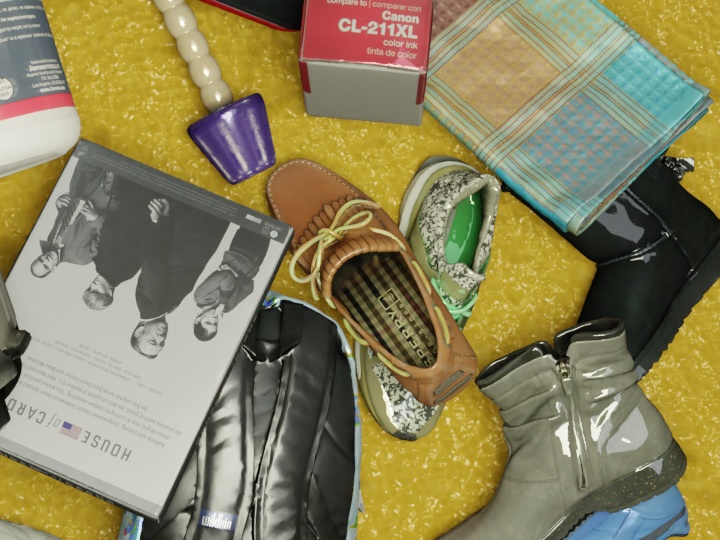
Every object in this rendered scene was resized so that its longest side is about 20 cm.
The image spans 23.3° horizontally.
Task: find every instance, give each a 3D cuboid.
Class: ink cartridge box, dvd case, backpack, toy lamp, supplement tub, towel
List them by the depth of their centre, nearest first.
[{"bbox_3d":[-0.147,0.033,1.064,0.150,0.025,0.201,23,72,5],"label":"dvd case"},{"bbox_3d":[-0.263,-0.152,1.071,0.140,0.140,0.201,-18,93,-16],"label":"supplement tub"},{"bbox_3d":[-0.074,0.111,1.125,0.162,0.154,0.201,4,99,-8],"label":"backpack"},{"bbox_3d":[0.011,-0.211,1.138,0.082,0.146,0.201,6,82,2],"label":"ink cartridge box"},{"bbox_3d":[-0.114,-0.154,1.161,0.058,0.058,0.201,-25,92,-16],"label":"toy lamp"},{"bbox_3d":[0.123,-0.134,1.204,0.147,0.022,0.200,-43,74,-14],"label":"towel"}]

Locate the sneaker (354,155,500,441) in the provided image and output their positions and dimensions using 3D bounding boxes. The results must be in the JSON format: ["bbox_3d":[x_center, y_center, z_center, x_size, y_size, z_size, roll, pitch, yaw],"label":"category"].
[{"bbox_3d":[0.051,0.016,1.183,0.077,0.089,0.201,14,84,-16],"label":"sneaker"}]

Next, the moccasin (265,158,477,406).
[{"bbox_3d":[-0.001,0.001,1.140,0.073,0.078,0.202,-33,62,4],"label":"moccasin"}]

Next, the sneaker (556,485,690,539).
[{"bbox_3d":[0.148,0.212,1.216,0.200,0.066,0.079,-34,101,-15],"label":"sneaker"}]

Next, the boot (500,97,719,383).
[{"bbox_3d":[0.164,-0.018,1.228,0.162,0.073,0.198,44,72,-11],"label":"boot"}]

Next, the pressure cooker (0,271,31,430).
[{"bbox_3d":[-0.278,0.023,0.958,0.178,0.176,0.201,-16,114,-6],"label":"pressure cooker"}]

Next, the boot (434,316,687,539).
[{"bbox_3d":[0.109,0.118,1.178,0.199,0.068,0.131,-30,106,7],"label":"boot"}]

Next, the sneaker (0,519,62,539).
[{"bbox_3d":[-0.251,0.184,1.091,0.199,0.081,0.077,23,80,-16],"label":"sneaker"}]

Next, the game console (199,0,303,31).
[{"bbox_3d":[-0.100,-0.272,1.147,0.176,0.031,0.201,16,71,-28],"label":"game console"}]
